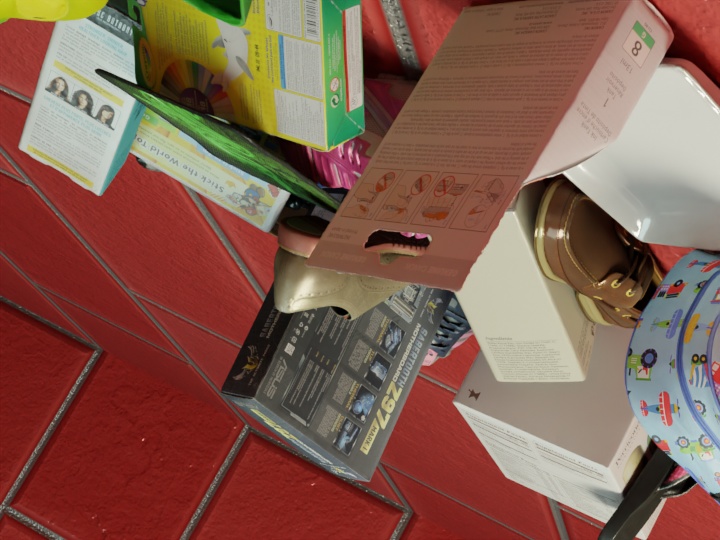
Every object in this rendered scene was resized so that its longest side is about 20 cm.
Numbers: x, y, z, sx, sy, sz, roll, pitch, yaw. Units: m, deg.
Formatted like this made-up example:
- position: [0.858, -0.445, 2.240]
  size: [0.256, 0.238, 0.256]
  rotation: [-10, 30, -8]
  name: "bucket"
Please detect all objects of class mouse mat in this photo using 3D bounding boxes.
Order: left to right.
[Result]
- position: [-0.092, -0.089, 1.159]
  size: [0.160, 0.008, 0.200]
  rotation: [26, 174, 34]
  name: "mouse mat"

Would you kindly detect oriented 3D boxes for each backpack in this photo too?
- position: [0.285, 0.074, 1.030]
  size: [0.200, 0.183, 0.134]
  rotation: [43, 155, -10]
  name: "backpack"

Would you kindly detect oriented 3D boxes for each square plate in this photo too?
- position: [0.192, -0.075, 0.986]
  size: [0.198, 0.029, 0.200]
  rotation: [38, 164, -30]
  name: "square plate"

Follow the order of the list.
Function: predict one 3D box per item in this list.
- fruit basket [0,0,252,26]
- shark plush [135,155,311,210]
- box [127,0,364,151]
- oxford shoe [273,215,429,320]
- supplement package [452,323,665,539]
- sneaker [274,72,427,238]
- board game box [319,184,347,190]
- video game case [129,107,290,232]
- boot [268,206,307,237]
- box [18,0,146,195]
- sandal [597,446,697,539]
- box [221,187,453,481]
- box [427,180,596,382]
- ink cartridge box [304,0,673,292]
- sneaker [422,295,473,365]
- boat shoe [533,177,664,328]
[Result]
- position: [-0.138, -0.200, 0.870]
  size: [0.155, 0.216, 0.216]
  rotation: [29, 166, 5]
  name: "fruit basket"
- position: [-0.100, -0.112, 1.368]
  size: [0.199, 0.084, 0.091]
  rotation: [26, 139, -12]
  name: "shark plush"
- position: [-0.087, -0.164, 1.086]
  size: [0.199, 0.048, 0.118]
  rotation: [19, 124, 33]
  name: "box"
- position: [0.000, 0.000, 1.232]
  size: [0.199, 0.075, 0.070]
  rotation: [2, -162, -47]
  name: "oxford shoe"
- position: [0.201, 0.114, 1.358]
  size: [0.150, 0.152, 0.200]
  rotation: [22, 164, 28]
  name: "supplement package"
- position: [0.006, -0.104, 1.139]
  size: [0.200, 0.088, 0.082]
  rotation: [35, 151, 28]
  name: "sneaker"
- position: [0.048, -0.057, 1.303]
  size: [0.199, 0.044, 0.200]
  rotation: [34, 166, -20]
  name: "board game box"
- position: [-0.129, -0.139, 1.260]
  size: [0.199, 0.023, 0.182]
  rotation: [30, 137, -2]
  name: "video game case"
- position: [-0.134, -0.093, 1.472]
  size: [0.200, 0.077, 0.155]
  rotation: [36, 163, -11]
  name: "boot"
- position: [-0.208, -0.153, 1.235]
  size: [0.082, 0.049, 0.200]
  rotation: [30, 138, -2]
  name: "box"
- position: [0.272, 0.162, 1.290]
  size: [0.045, 0.200, 0.075]
  rotation: [34, 177, 30]
  name: "sandal"
- position: [-0.013, 0.055, 1.313]
  size: [0.051, 0.201, 0.158]
  rotation: [6, 155, 48]
  name: "box"
- position: [0.117, 0.000, 1.190]
  size: [0.082, 0.069, 0.201]
  rotation: [-1, 138, 25]
  name: "box"
- position: [0.072, -0.068, 0.897]
  size: [0.050, 0.201, 0.161]
  rotation: [37, 165, -30]
  name: "ink cartridge box"
- position: [0.085, 0.056, 1.538]
  size: [0.070, 0.082, 0.200]
  rotation: [31, 166, -2]
  name: "sneaker"
- position: [0.185, -0.010, 1.150]
  size: [0.067, 0.072, 0.200]
  rotation: [14, 165, 31]
  name: "boat shoe"
